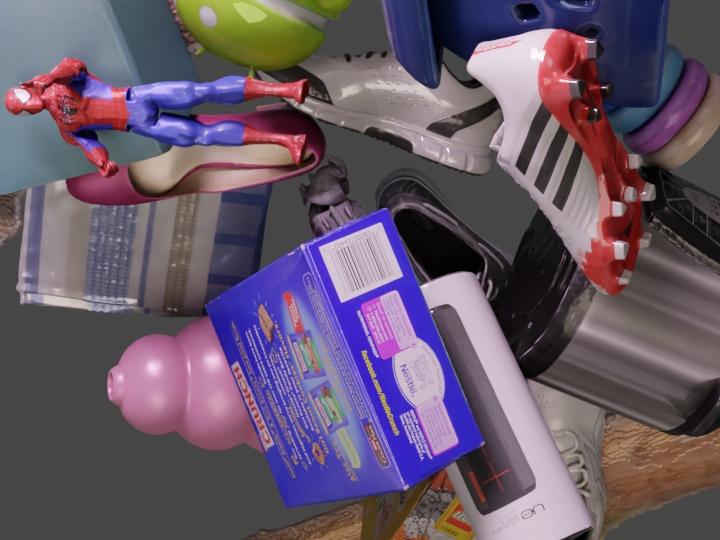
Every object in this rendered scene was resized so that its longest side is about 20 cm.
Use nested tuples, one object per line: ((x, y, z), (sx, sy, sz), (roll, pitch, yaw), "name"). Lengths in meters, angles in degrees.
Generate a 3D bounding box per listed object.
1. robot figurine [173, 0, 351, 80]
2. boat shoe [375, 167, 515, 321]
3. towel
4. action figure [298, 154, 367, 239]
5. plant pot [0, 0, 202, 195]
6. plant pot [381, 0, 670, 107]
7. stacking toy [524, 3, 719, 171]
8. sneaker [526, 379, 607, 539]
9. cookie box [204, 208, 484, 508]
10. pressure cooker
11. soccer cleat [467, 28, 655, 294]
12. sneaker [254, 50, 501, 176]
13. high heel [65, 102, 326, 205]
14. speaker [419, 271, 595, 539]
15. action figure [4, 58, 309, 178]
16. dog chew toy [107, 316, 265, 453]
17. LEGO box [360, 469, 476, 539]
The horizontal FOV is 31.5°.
((-0.054, -0.226, 0.857), (0.115, 0.175, 0.202), (16, 103, -40), "robot figurine")
((0.081, 0.006, 1.028), (0.072, 0.071, 0.200), (-39, 113, 23), "boat shoe")
((-0.177, -0.028, 1.040), (0.197, 0.024, 0.148), (6, 120, -11), "towel")
((0.000, 0.000, 0.994), (0.068, 0.131, 0.202), (-14, 117, 3), "action figure")
((-0.218, -0.184, 0.902), (0.139, 0.142, 0.202), (-12, 115, 10), "plant pot")
((0.101, -0.236, 0.791), (0.177, 0.202, 0.201), (0, 146, 11), "plant pot")
((0.170, -0.162, 0.925), (0.199, 0.086, 0.085), (37, 116, -12), "stacking toy")
((0.185, 0.170, 1.111), (0.074, 0.087, 0.202), (-10, 118, 12), "sneaker")
((-0.020, 0.069, 0.900), (0.200, 0.075, 0.173), (-25, 87, 61), "cookie box")
((0.222, 0.026, 0.955), (0.198, 0.179, 0.178), (22, 81, -8), "pressure cooker")
((0.127, -0.066, 0.802), (0.084, 0.069, 0.201), (8, 141, 36), "soccer cleat")
((0.015, -0.140, 0.958), (0.198, 0.074, 0.081), (17, 106, -12), "sneaker")
((-0.124, -0.077, 0.953), (0.197, 0.096, 0.068), (-10, 114, -6), "high heel")
((0.088, 0.107, 0.899), (0.081, 0.081, 0.202), (-30, 72, 20), "speaker")
((-0.137, -0.095, 0.810), (0.197, 0.099, 0.066), (5, 113, 5), "action figure")
((-0.106, 0.091, 1.038), (0.197, 0.125, 0.126), (0, 124, -24), "dog chew toy")
((0.067, 0.159, 1.046), (0.076, 0.201, 0.150), (26, 120, -11), "LEGO box")
